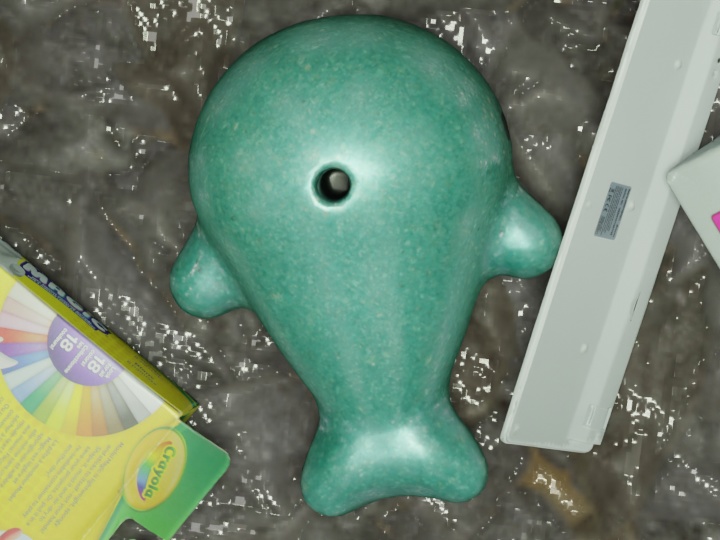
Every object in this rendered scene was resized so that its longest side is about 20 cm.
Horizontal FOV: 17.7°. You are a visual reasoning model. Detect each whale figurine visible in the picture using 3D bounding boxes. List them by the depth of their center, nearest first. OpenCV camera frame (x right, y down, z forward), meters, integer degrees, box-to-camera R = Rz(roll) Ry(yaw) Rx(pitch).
[{"bbox_3d":[0.000,0.000,0.906,0.159,0.104,0.200,-6,94,6],"label":"whale figurine"}]

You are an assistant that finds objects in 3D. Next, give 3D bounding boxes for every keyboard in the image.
[{"bbox_3d":[0.104,-0.023,0.922,0.056,0.011,0.200,12,98,-40],"label":"keyboard"}]

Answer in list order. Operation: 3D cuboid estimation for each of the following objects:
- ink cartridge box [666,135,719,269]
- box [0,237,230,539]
[{"bbox_3d":[0.228,0.013,0.859,0.044,0.174,0.200,-32,91,-35],"label":"ink cartridge box"},{"bbox_3d":[-0.159,0.054,0.958,0.200,0.048,0.117,40,97,4],"label":"box"}]
